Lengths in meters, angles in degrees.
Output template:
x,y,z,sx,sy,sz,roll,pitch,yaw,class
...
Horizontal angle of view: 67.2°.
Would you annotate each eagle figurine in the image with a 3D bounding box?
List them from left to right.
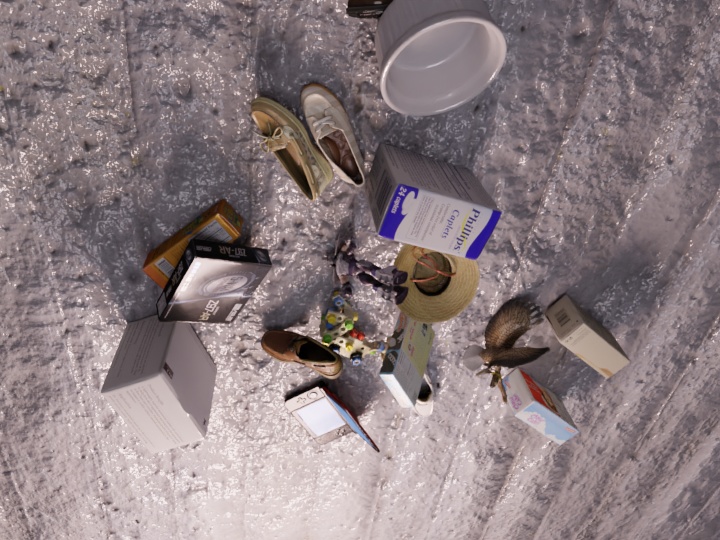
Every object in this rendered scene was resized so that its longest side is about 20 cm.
x,y,z,sx,sy,sz,roll,pitch,yaw,class
0.342,0.180,1.247,0.150,0.152,0.202,-31,151,-31,eagle figurine

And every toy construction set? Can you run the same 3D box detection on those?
x,y,z,sx,sy,sz,roll,pitch,yaw,class
-0.010,0.144,1.204,0.199,0.093,0.132,34,114,-15,toy construction set

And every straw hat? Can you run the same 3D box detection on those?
x,y,z,sx,sy,sz,roll,pitch,yaw,class
0.146,0.000,1.128,0.197,0.085,0.205,-3,111,-7,straw hat

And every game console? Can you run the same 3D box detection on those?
x,y,z,sx,sy,sz,roll,pitch,yaw,class
-0.071,0.382,1.332,0.170,0.119,0.201,-26,123,9,game console

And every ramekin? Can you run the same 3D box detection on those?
x,y,z,sx,sy,sz,roll,pitch,yaw,class
0.115,-0.343,0.838,0.197,0.099,0.201,-13,159,-5,ramekin

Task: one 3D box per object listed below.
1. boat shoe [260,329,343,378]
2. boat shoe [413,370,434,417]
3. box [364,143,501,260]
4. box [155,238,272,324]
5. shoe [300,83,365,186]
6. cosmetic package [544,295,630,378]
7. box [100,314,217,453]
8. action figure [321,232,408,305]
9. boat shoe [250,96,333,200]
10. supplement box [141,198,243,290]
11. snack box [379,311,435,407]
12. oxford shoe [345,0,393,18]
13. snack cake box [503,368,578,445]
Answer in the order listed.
x,y,z,sx,sy,sz,roll,pitch,yaw,class
-0.128,0.166,1.169,0.197,0.073,0.068,15,152,13,boat shoe
0.148,0.304,1.341,0.070,0.070,0.202,-16,125,1,boat shoe
0.122,-0.125,0.979,0.197,0.185,0.106,12,121,-16,box
-0.286,0.028,1.052,0.158,0.044,0.200,7,136,-40,box
-0.042,-0.235,0.959,0.069,0.054,0.201,-26,124,10,shoe
0.530,0.157,1.270,0.199,0.106,0.071,35,115,-25,cosmetic package
-0.406,0.227,1.129,0.128,0.201,0.201,-16,125,5,box
0.000,0.000,1.072,0.198,0.069,0.132,21,126,30,action figure
-0.122,-0.210,0.943,0.073,0.063,0.200,-1,141,48,boat shoe
-0.319,-0.049,1.037,0.198,0.067,0.069,-31,121,12,supplement box
0.105,0.177,1.175,0.037,0.202,0.117,-8,131,32,snack box
0.067,-0.443,0.835,0.197,0.073,0.086,-18,110,0,oxford shoe
0.458,0.350,1.390,0.199,0.116,0.067,35,114,-27,snack cake box
